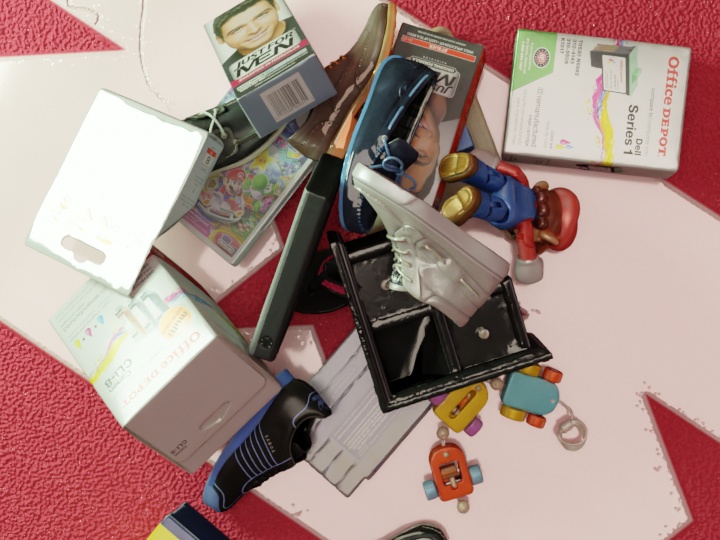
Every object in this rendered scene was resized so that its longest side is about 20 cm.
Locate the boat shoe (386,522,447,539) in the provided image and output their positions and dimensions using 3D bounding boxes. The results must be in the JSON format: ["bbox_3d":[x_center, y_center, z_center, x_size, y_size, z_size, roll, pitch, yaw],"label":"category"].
[{"bbox_3d":[0.011,0.356,1.729,0.200,0.060,0.076,-39,87,2],"label":"boat shoe"}]

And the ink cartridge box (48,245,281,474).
[{"bbox_3d":[-0.216,0.093,1.668,0.145,0.145,0.200,-44,51,0],"label":"ink cartridge box"}]

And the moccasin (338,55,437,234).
[{"bbox_3d":[0.030,-0.135,1.624,0.068,0.080,0.201,14,87,21],"label":"moccasin"}]

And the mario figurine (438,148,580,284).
[{"bbox_3d":[0.160,-0.061,1.689,0.200,0.106,0.124,19,94,-40],"label":"mario figurine"}]

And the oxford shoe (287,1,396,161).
[{"bbox_3d":[-0.018,-0.217,1.689,0.073,0.071,0.201,24,87,-6],"label":"oxford shoe"}]

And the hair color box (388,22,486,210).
[{"bbox_3d":[0.065,-0.167,1.697,0.101,0.061,0.201,17,87,8],"label":"hair color box"}]

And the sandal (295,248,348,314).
[{"bbox_3d":[0.000,0.000,1.733,0.199,0.045,0.075,-11,73,12],"label":"sandal"}]

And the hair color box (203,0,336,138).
[{"bbox_3d":[-0.104,-0.238,1.689,0.099,0.200,0.061,-30,126,2],"label":"hair color box"}]

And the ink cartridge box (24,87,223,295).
[{"bbox_3d":[-0.263,-0.086,1.681,0.162,0.050,0.200,24,88,25],"label":"ink cartridge box"}]

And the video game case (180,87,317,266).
[{"bbox_3d":[-0.137,-0.125,1.755,0.143,0.018,0.200,38,91,20],"label":"video game case"}]

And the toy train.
[{"bbox_3d":[0.152,0.182,1.733,0.199,0.056,0.151,-22,101,-2],"label":"toy train"}]

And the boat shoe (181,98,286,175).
[{"bbox_3d":[-0.169,-0.153,1.727,0.200,0.068,0.072,-27,70,8],"label":"boat shoe"}]

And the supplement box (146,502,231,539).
[{"bbox_3d":[-0.232,0.380,1.720,0.109,0.109,0.200,39,91,3],"label":"supplement box"}]

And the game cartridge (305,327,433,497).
[{"bbox_3d":[0.006,0.150,1.750,0.130,0.038,0.200,41,91,0],"label":"game cartridge"}]

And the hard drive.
[{"bbox_3d":[-0.067,-0.017,1.645,0.033,0.140,0.200,20,112,-1],"label":"hard drive"}]

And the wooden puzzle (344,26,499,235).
[{"bbox_3d":[0.052,-0.163,1.748,0.185,0.046,0.201,-21,87,3],"label":"wooden puzzle"}]

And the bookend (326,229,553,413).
[{"bbox_3d":[0.086,0.028,1.668,0.199,0.092,0.199,-17,100,-1],"label":"bookend"}]

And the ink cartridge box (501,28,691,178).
[{"bbox_3d":[0.268,-0.189,1.716,0.199,0.084,0.145,7,89,3],"label":"ink cartridge box"}]

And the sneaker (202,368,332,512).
[{"bbox_3d":[-0.107,0.210,1.712,0.078,0.070,0.200,37,114,14],"label":"sneaker"}]

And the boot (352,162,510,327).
[{"bbox_3d":[0.055,-0.022,1.575,0.200,0.074,0.096,35,94,-10],"label":"boot"}]
